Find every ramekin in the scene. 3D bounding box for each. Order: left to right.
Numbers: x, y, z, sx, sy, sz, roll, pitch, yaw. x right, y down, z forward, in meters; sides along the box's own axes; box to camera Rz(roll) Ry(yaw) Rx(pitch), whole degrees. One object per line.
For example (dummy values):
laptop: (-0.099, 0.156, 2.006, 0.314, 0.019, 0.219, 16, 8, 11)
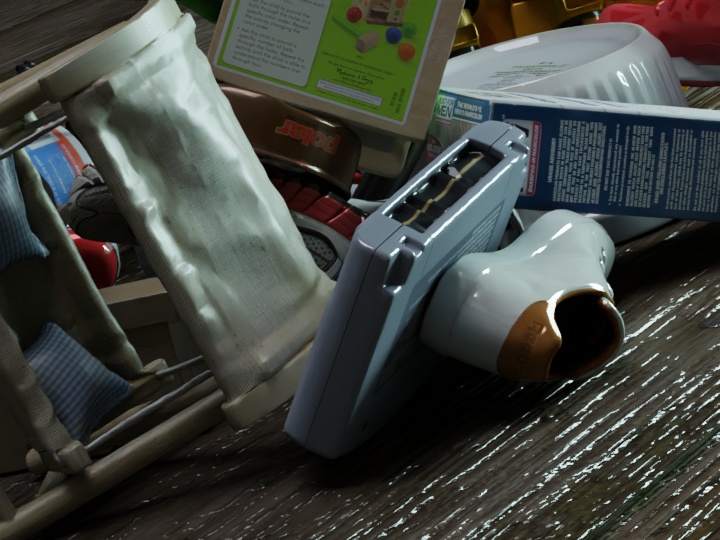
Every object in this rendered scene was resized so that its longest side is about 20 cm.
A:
ramekin: (0.111, -0.080, 1.735, 0.200, 0.105, 0.200, -14, 14, 4)

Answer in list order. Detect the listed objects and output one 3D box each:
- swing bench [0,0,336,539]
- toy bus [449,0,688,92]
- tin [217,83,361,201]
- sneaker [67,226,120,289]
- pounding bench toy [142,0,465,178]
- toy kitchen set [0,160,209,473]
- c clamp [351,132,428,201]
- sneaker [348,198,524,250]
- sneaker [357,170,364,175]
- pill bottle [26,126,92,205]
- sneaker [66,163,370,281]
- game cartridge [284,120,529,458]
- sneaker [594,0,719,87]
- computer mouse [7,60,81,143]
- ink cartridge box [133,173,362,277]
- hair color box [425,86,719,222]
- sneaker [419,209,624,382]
swing bench: (-0.135, -0.004, 1.412, 0.200, 0.199, 0.130, -28, 12, 9)
toy bus: (0.109, -0.138, 1.937, 0.200, 0.136, 0.192, -17, -7, -5)
tin: (-0.077, -0.070, 1.581, 0.112, 0.042, 0.200, 16, -7, -29)
sneaker: (-0.242, 0.033, 1.767, 0.200, 0.077, 0.085, -21, 24, 3)
pounding bench toy: (-0.051, -0.146, 1.592, 0.200, 0.124, 0.156, 16, -8, -4)
toy kitchen set: (-0.180, 0.005, 1.583, 0.200, 0.163, 0.180, -11, 14, 14)
c clamp: (-0.035, -0.051, 1.713, 0.200, 0.027, 0.171, -58, 36, 3)
sneaker: (0.000, 0.000, 1.583, 0.199, 0.080, 0.130, -6, 4, -5)
sneaker: (-0.022, -0.090, 1.896, 0.087, 0.075, 0.200, -12, -9, 14)
pill bottle: (-0.277, -0.020, 1.897, 0.200, 0.112, 0.112, -24, 16, -33)
sneaker: (-0.090, -0.015, 1.563, 0.200, 0.082, 0.078, 10, -12, 38)
game cartridge: (0.024, 0.012, 1.415, 0.040, 0.133, 0.200, 23, 26, 14)
sneaker: (0.229, -0.175, 1.761, 0.200, 0.116, 0.078, 14, 30, 38)
computer mouse: (-0.139, -0.089, 1.938, 0.140, 0.200, 0.046, 15, 70, 34)
ink cartridge box: (-0.029, -0.049, 1.879, 0.200, 0.050, 0.162, -30, 20, -38)
hair color box: (0.146, -0.063, 1.580, 0.200, 0.061, 0.100, 4, 6, -18)
sneaker: (0.104, 0.024, 1.456, 0.085, 0.073, 0.200, 27, 21, 17)
